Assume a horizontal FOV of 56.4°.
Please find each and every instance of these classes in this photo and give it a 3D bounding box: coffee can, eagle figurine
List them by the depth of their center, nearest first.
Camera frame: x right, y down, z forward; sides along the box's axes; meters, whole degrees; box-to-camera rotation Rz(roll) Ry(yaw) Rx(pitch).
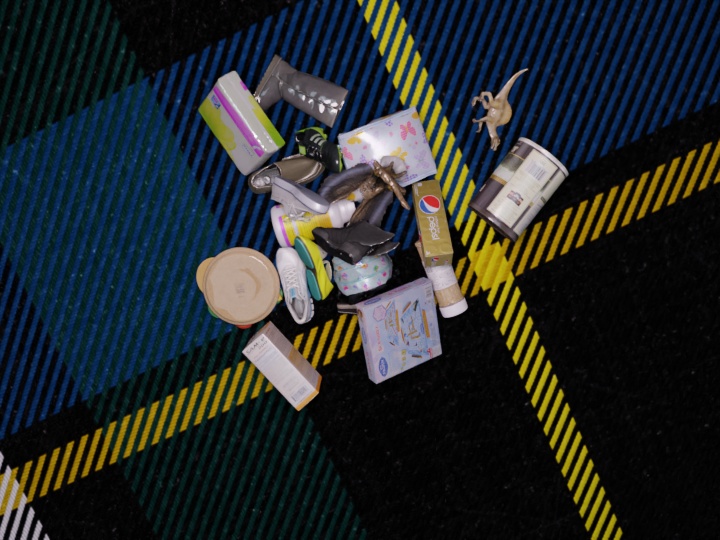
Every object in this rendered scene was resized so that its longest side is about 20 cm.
[{"bbox_3d":[0.006,-0.170,1.508,0.150,0.200,0.153,12,62,-32],"label":"eagle figurine"},{"bbox_3d":[0.371,-0.189,1.588,0.146,0.146,0.201,38,96,-5],"label":"coffee can"}]

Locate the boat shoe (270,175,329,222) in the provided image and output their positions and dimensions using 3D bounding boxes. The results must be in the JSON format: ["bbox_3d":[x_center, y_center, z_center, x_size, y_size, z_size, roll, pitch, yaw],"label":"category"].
[{"bbox_3d":[-0.146,-0.145,1.518,0.074,0.201,0.087,7,108,-45],"label":"boat shoe"}]

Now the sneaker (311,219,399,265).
[{"bbox_3d":[-0.016,-0.072,1.477,0.104,0.199,0.060,-40,131,-17],"label":"sneaker"}]

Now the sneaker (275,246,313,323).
[{"bbox_3d":[-0.160,0.037,1.646,0.074,0.087,0.202,-16,97,3],"label":"sneaker"}]

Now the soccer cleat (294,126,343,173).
[{"bbox_3d":[-0.097,-0.275,1.553,0.080,0.200,0.068,-12,126,-17],"label":"soccer cleat"}]

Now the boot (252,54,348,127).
[{"bbox_3d":[-0.151,-0.396,1.600,0.199,0.073,0.183,29,99,-11],"label":"boot"}]

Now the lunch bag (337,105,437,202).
[{"bbox_3d":[0.056,-0.273,1.586,0.198,0.127,0.171,-24,100,-7],"label":"lunch bag"}]

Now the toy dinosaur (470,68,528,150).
[{"bbox_3d":[0.323,-0.396,1.613,0.100,0.058,0.202,11,106,-17],"label":"toy dinosaur"}]

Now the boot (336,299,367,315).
[{"bbox_3d":[0.034,0.153,1.672,0.198,0.073,0.152,5,98,-10],"label":"boot"}]

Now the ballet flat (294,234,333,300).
[{"bbox_3d":[-0.106,-0.017,1.621,0.067,0.067,0.201,-35,133,-23],"label":"ballet flat"}]

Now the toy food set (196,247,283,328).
[{"bbox_3d":[-0.296,0.042,1.664,0.198,0.049,0.199,-24,98,2],"label":"toy food set"}]

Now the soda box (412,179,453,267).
[{"bbox_3d":[0.169,-0.111,1.590,0.067,0.064,0.202,-8,66,0],"label":"soda box"}]

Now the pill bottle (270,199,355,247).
[{"bbox_3d":[-0.108,-0.129,1.613,0.198,0.104,0.105,-15,98,2],"label":"pill bottle"}]

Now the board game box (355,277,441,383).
[{"bbox_3d":[0.096,0.143,1.617,0.198,0.041,0.202,-20,112,-26],"label":"board game box"}]

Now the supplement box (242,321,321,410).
[{"bbox_3d":[-0.190,0.233,1.653,0.073,0.126,0.200,-41,96,7],"label":"supplement box"}]

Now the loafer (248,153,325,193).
[{"bbox_3d":[-0.177,-0.231,1.615,0.198,0.070,0.076,-22,98,3],"label":"loafer"}]

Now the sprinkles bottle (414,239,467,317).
[{"bbox_3d":[0.199,0.013,1.654,0.068,0.068,0.202,-22,98,3],"label":"sprinkles bottle"}]

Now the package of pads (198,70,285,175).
[{"bbox_3d":[-0.281,-0.335,1.561,0.068,0.154,0.201,-39,98,-33],"label":"package of pads"}]

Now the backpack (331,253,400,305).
[{"bbox_3d":[0.000,0.000,1.583,0.166,0.200,0.128,-25,95,4],"label":"backpack"}]
